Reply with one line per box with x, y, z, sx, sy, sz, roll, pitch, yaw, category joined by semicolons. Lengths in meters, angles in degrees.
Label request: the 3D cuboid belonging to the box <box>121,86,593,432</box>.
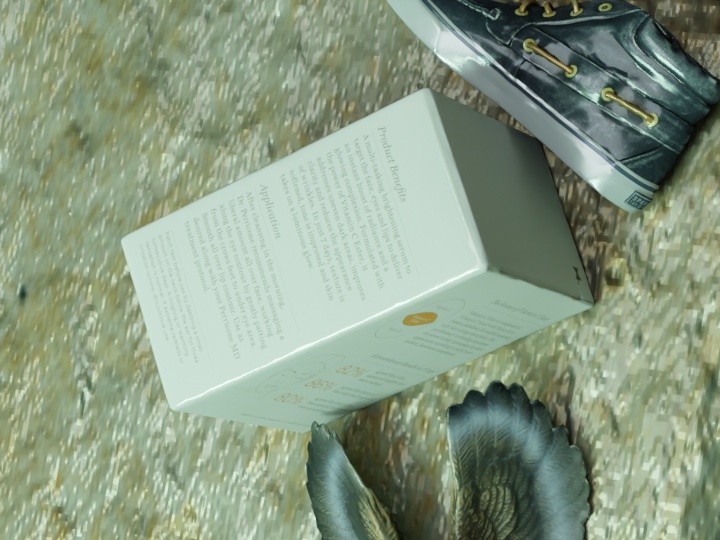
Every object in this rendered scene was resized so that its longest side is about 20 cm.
0.000;0.000;1.381;0.200;0.152;0.106;-25;71;21;box

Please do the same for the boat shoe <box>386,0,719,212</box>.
0.107;-0.126;1.395;0.200;0.071;0.091;42;101;19;boat shoe

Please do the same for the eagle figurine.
0.041;0.174;1.367;0.152;0.151;0.200;13;51;-10;eagle figurine
